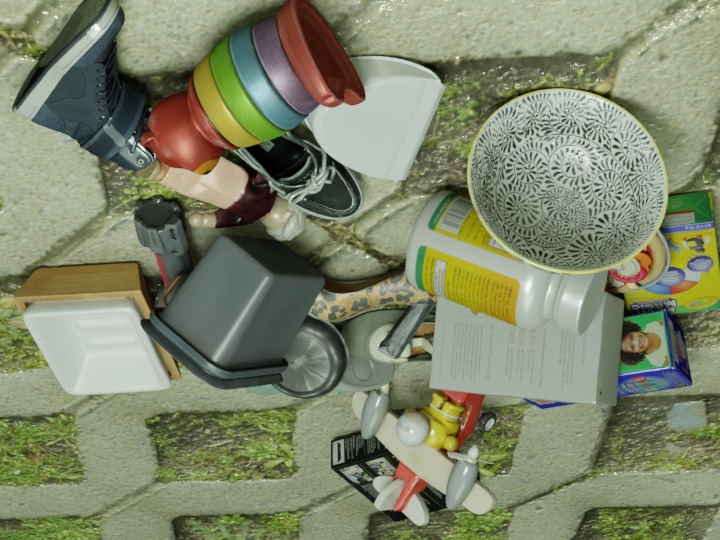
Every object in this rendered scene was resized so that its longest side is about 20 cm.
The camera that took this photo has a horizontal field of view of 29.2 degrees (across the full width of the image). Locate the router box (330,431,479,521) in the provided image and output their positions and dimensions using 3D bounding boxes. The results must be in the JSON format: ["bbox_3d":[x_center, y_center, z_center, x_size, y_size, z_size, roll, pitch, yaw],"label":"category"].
[{"bbox_3d":[0.068,0.291,2.006,0.148,0.051,0.200,-18,140,23],"label":"router box"}]

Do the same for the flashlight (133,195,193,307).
[{"bbox_3d":[-0.222,-0.004,1.600,0.067,0.068,0.201,-15,140,-4],"label":"flashlight"}]

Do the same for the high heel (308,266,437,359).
[{"bbox_3d":[0.000,0.000,1.622,0.199,0.072,0.143,29,110,-9],"label":"high heel"}]

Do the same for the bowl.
[{"bbox_3d":[0.200,-0.072,1.388,0.198,0.203,0.094,3,157,-2],"label":"bowl"}]

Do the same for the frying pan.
[{"bbox_3d":[-0.079,0.071,1.644,0.114,0.031,0.192,-9,112,13],"label":"frying pan"}]

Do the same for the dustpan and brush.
[{"bbox_3d":[-0.032,-0.168,1.380,0.198,0.058,0.140,7,133,-19],"label":"dustpan and brush"}]

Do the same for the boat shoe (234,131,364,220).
[{"bbox_3d":[-0.063,-0.106,1.428,0.074,0.068,0.199,-45,126,4],"label":"boat shoe"}]

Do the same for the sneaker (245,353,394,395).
[{"bbox_3d":[-0.062,0.123,1.777,0.198,0.075,0.118,2,170,-25],"label":"sneaker"}]

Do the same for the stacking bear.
[{"bbox_3d":[-0.114,-0.161,1.302,0.199,0.114,0.121,-29,179,18],"label":"stacking bear"}]

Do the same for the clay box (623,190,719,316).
[{"bbox_3d":[0.355,-0.007,1.585,0.114,0.048,0.201,-7,142,15],"label":"clay box"}]

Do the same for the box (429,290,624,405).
[{"bbox_3d":[0.191,0.084,1.578,0.198,0.126,0.097,4,175,25],"label":"box"}]

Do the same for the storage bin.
[{"bbox_3d":[-0.135,0.033,1.534,0.135,0.145,0.200,-56,162,10],"label":"storage bin"}]

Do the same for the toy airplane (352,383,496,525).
[{"bbox_3d":[0.077,0.229,1.795,0.198,0.201,0.141,-13,152,22],"label":"toy airplane"}]

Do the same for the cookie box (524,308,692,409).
[{"bbox_3d":[0.290,0.111,1.682,0.198,0.076,0.171,-11,165,18],"label":"cookie box"}]

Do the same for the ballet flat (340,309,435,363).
[{"bbox_3d":[0.072,0.086,1.703,0.198,0.064,0.068,-1,110,0],"label":"ballet flat"}]

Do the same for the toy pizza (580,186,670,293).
[{"bbox_3d":[0.242,-0.027,1.522,0.198,0.032,0.201,18,151,10],"label":"toy pizza"}]

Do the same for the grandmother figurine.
[{"bbox_3d":[-0.134,-0.089,1.481,0.121,0.061,0.199,-35,134,31],"label":"grandmother figurine"}]

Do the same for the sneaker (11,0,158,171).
[{"bbox_3d":[-0.234,-0.176,1.330,0.145,0.077,0.202,31,146,-19],"label":"sneaker"}]

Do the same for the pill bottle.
[{"bbox_3d":[0.158,-0.004,1.478,0.198,0.113,0.113,20,150,22],"label":"pill bottle"}]

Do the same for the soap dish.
[{"bbox_3d":[-0.315,0.070,1.687,0.155,0.082,0.201,-4,145,7],"label":"soap dish"}]
